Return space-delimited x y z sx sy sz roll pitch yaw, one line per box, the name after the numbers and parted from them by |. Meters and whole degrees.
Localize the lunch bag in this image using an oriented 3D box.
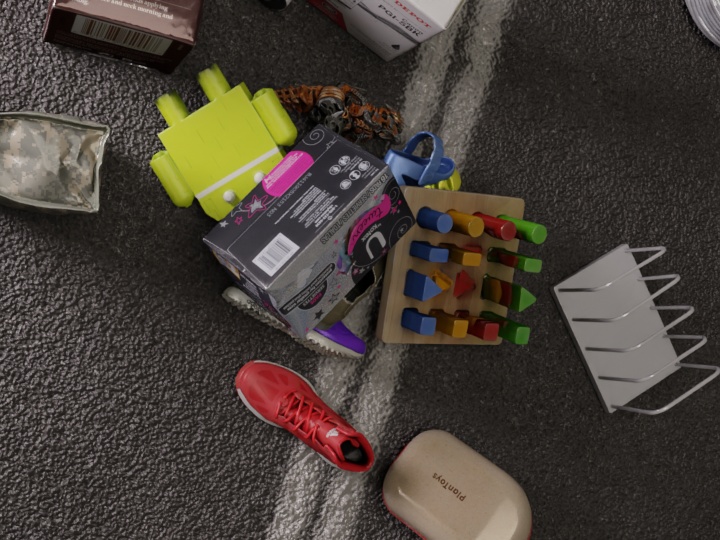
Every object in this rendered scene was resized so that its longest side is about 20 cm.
-0.392 -0.129 1.214 0.198 0.164 0.119 7 91 -20 | lunch bag

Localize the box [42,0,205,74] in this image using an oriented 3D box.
-0.265 -0.357 1.268 0.165 0.164 0.202 12 84 -18 | box

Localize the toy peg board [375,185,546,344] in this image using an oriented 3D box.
0.140 0.004 1.397 0.198 0.098 0.202 3 99 -33 | toy peg board

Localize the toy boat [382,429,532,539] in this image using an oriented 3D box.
0.130 0.308 1.415 0.199 0.131 0.131 34 73 28 | toy boat

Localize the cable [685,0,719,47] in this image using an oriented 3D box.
0.578 -0.423 1.627 0.199 0.069 0.202 -20 95 -19 | cable

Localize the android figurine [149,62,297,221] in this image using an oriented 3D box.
-0.163 -0.143 1.333 0.181 0.041 0.201 -27 101 11 | android figurine

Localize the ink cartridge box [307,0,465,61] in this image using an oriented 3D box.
0.032 -0.351 1.356 0.146 0.200 0.083 34 79 -15 | ink cartridge box

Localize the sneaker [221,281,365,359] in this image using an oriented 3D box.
-0.066 0.037 1.377 0.199 0.069 0.100 30 76 -17 | sneaker

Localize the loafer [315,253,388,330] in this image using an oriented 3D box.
0.000 0.000 1.368 0.075 0.069 0.200 50 43 -17 | loafer

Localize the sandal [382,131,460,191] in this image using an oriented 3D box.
0.040 -0.119 1.406 0.199 0.079 0.088 -28 134 -26 | sandal

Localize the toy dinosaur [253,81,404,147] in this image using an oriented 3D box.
-0.040 -0.186 1.397 0.198 0.102 0.137 4 65 -5 | toy dinosaur

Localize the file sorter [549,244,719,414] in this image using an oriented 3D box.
0.385 0.080 1.511 0.138 0.124 0.201 -28 97 -19 | file sorter

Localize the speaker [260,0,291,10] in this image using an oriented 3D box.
-0.068 -0.429 1.387 0.081 0.081 0.201 40 76 -14 | speaker

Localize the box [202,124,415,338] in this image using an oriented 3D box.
-0.055 -0.045 1.271 0.200 0.132 0.115 -46 142 -11 | box

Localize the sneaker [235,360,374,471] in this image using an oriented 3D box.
-0.059 0.179 1.350 0.199 0.115 0.079 34 78 -16 | sneaker
